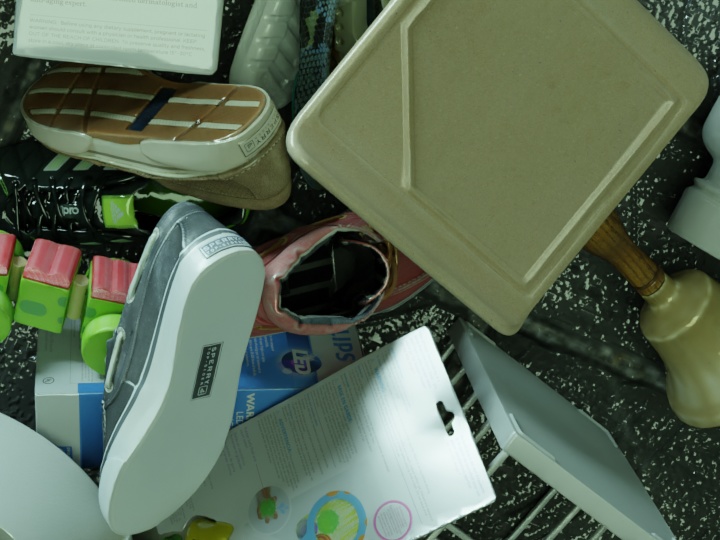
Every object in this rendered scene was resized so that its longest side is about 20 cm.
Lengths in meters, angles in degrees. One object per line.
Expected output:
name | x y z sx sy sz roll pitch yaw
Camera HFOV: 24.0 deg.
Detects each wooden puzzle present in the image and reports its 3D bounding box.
wooden puzzle | 0.079 -0.092 0.958 0.185 0.037 0.200 39 86 -23

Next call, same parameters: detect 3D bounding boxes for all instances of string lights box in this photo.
string lights box | -0.099 0.068 1.049 0.199 0.103 0.059 0 120 -8

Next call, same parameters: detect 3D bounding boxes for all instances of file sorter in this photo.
file sorter | 0.090 0.145 1.054 0.139 0.200 0.125 38 100 -15

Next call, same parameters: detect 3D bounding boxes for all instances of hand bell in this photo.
hand bell | 0.175 0.003 1.057 0.200 0.104 0.104 39 96 -27

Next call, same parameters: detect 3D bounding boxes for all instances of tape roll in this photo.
tape roll | -0.236 0.176 1.023 0.202 0.071 0.203 14 128 19

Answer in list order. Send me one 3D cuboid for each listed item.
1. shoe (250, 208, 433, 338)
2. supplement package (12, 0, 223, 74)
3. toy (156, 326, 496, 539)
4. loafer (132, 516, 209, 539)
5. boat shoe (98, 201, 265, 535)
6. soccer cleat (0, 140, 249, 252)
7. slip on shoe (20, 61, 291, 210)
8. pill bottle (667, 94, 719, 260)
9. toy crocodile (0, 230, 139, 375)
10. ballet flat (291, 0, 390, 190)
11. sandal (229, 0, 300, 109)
shoe | 0.000 0.000 1.013 0.200 0.091 0.072 -16 98 -38
supplement package | -0.133 -0.223 0.968 0.117 0.117 0.201 4 104 -9
toy | -0.023 0.130 0.982 0.200 0.115 0.047 -27 151 11
loafer | -0.143 0.190 1.095 0.070 0.070 0.200 31 98 -15
boat shoe | -0.114 0.056 0.953 0.072 0.068 0.200 -9 128 -40
soccer cleat | -0.163 -0.044 1.027 0.199 0.081 0.068 -5 105 -7
slip on shoe | -0.119 -0.079 0.985 0.076 0.200 0.061 -54 137 -30
pill bottle | 0.281 -0.092 1.063 0.114 0.114 0.200 27 99 -14
toy crocodile | -0.178 0.011 0.993 0.200 0.068 0.062 13 129 -11
ballet flat | -0.003 -0.125 1.004 0.074 0.074 0.200 -7 128 -7
sandal | -0.037 -0.196 1.020 0.050 0.082 0.203 27 93 29
